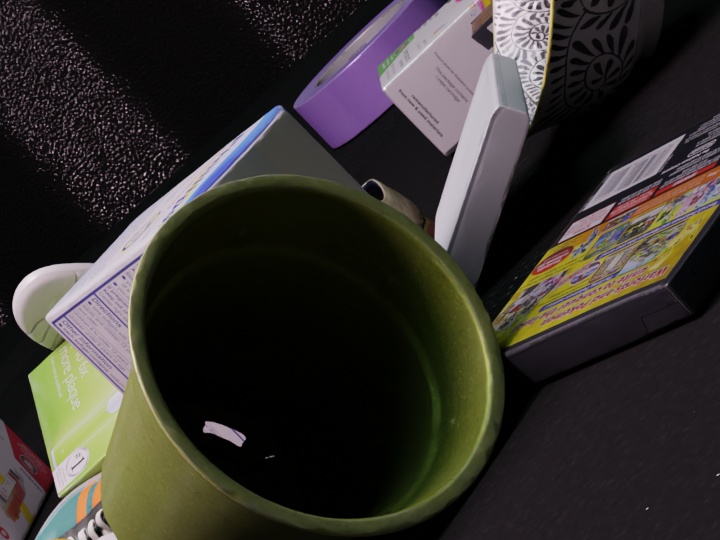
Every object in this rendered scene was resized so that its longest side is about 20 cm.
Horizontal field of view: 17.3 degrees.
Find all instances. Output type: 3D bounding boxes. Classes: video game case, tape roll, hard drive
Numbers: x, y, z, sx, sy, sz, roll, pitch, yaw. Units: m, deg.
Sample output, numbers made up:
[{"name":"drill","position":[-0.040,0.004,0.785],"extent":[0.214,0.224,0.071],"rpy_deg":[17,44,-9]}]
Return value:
[{"name":"video game case","position":[0.149,-0.018,1.222],"extent":[0.181,0.026,0.200],"rpy_deg":[-50,11,-32]},{"name":"tape roll","position":[0.020,-0.225,2.574],"extent":[0.200,0.066,0.200],"rpy_deg":[-44,8,8]},{"name":"hard drive","position":[0.078,-0.063,1.555],"extent":[0.200,0.027,0.132],"rpy_deg":[-85,12,-75]}]

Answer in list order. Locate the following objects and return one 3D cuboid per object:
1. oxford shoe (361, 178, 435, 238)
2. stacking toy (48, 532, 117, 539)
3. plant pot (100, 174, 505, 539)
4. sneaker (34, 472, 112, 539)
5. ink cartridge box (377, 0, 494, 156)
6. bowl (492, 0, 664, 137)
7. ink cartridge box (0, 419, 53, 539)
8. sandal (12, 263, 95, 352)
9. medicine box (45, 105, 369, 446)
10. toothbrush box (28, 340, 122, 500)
[{"name":"oxford shoe","position":[0.000,0.000,1.631],"extent":[0.070,0.075,0.200],"rpy_deg":[-40,11,23]},{"name":"stacking toy","position":[-0.190,0.217,1.465],"extent":[0.146,0.146,0.200],"rpy_deg":[-38,-8,35]},{"name":"plant pot","position":[-0.052,0.084,1.239],"extent":[0.200,0.200,0.190],"rpy_deg":[-52,-2,-38]},{"name":"sneaker","position":[-0.156,0.165,1.591],"extent":[0.200,0.071,0.080],"rpy_deg":[-42,5,7]},{"name":"ink cartridge box","position":[0.114,-0.202,1.996],"extent":[0.200,0.084,0.145],"rpy_deg":[-43,9,7]},{"name":"bowl","position":[0.155,-0.190,1.640],"extent":[0.201,0.094,0.201],"rpy_deg":[180,90,-82]},{"name":"ink cartridge box","position":[-0.370,0.199,2.150],"extent":[0.083,0.145,0.200],"rpy_deg":[-40,10,14]},{"name":"sandal","position":[-0.186,0.024,1.773],"extent":[0.202,0.050,0.083],"rpy_deg":[12,-57,-48]},{"name":"medicine box","position":[-0.058,0.029,1.420],"extent":[0.200,0.182,0.103],"rpy_deg":[-33,15,50]},{"name":"toothbrush box","position":[-0.132,0.074,1.690],"extent":[0.200,0.086,0.146],"rpy_deg":[-41,37,13]}]
